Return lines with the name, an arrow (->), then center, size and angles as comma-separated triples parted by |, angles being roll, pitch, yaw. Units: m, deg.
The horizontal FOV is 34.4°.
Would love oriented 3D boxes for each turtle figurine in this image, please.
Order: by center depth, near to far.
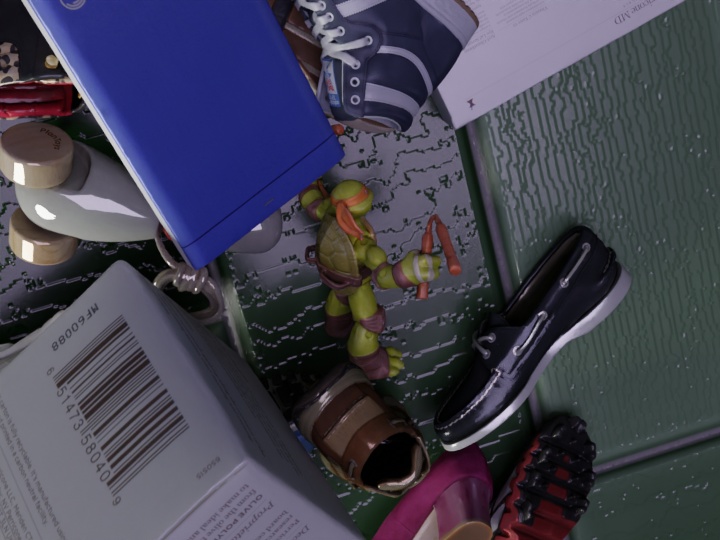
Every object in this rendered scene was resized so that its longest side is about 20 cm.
turtle figurine -> 0.000, 0.000, 0.823 | 0.064, 0.199, 0.163 | -26, 133, -26

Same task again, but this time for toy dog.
toy dog -> -0.160, -0.058, 0.822 | 0.198, 0.097, 0.132 | 23, 129, -23

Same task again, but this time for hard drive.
hard drive -> -0.104, -0.120, 0.735 | 0.131, 0.025, 0.202 | -38, 120, -17

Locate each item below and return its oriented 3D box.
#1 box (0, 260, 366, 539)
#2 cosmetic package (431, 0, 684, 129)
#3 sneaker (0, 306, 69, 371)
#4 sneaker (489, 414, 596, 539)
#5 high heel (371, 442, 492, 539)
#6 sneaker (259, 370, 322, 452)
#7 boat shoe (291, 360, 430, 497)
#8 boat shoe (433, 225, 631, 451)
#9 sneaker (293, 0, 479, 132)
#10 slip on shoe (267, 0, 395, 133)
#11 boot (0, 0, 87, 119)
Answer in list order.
box -> -0.142, 0.151, 0.757 | 0.200, 0.199, 0.171 | -43, 140, 1
cosmetic package -> 0.117, -0.218, 0.835 | 0.198, 0.052, 0.152 | -28, 105, 1
sneaker -> -0.226, 0.088, 0.844 | 0.197, 0.083, 0.075 | -20, 140, 5
sneaker -> 0.125, 0.209, 0.940 | 0.070, 0.098, 0.203 | 28, 76, -20
high heel -> 0.034, 0.222, 0.954 | 0.199, 0.097, 0.067 | -37, 119, 24
sneaker -> -0.087, 0.155, 0.902 | 0.199, 0.079, 0.090 | -34, 117, 9
boat shoe -> 0.012, 0.133, 0.846 | 0.076, 0.200, 0.074 | -46, 64, -2
boat shoe -> 0.120, 0.051, 0.900 | 0.200, 0.076, 0.060 | -47, 107, -7
sneaker -> -0.023, -0.170, 0.755 | 0.198, 0.070, 0.110 | 31, 88, -22
slip on shoe -> -0.050, -0.165, 0.822 | 0.198, 0.060, 0.077 | 28, 82, -17
boot -> -0.179, -0.184, 0.746 | 0.196, 0.073, 0.153 | -7, 75, 9
